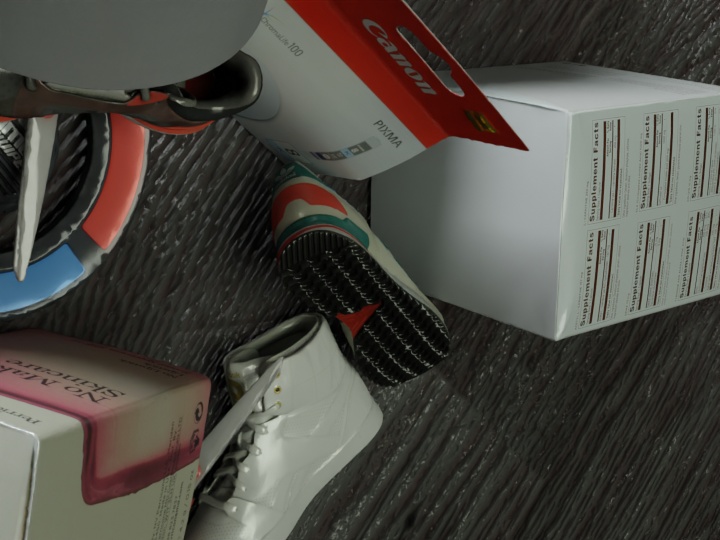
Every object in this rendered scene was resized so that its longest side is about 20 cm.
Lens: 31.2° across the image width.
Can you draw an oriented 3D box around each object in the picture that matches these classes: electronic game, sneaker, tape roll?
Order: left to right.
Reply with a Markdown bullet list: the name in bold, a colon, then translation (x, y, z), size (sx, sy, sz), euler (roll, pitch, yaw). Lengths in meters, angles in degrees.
- **electronic game**: translation (-0.202, -0.070, 0.709), size (0.198, 0.041, 0.203), euler (-12, 109, -38)
- **tape roll**: translation (-0.133, -0.182, 0.626), size (0.198, 0.201, 0.067), euler (-21, 153, -35)
- **sneaker**: translation (-0.133, -0.111, 0.647), size (0.198, 0.081, 0.078), euler (-2, 95, -42)
- **sneaker**: translation (-0.077, 0.115, 0.857), size (0.200, 0.073, 0.117), euler (-46, 124, -30)
- **sneaker**: translation (-0.001, 0.000, 0.875), size (0.070, 0.094, 0.200), euler (-27, 141, 13)

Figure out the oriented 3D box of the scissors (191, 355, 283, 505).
- **scissors**: translation (-0.118, 0.134, 0.819), size (0.202, 0.072, 0.014), euler (-66, 160, -2)

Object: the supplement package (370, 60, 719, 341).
- **supplement package**: translation (0.140, -0.060, 0.909), size (0.198, 0.190, 0.150), euler (-11, 110, -37)

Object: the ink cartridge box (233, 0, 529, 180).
- **ink cartridge box**: translation (-0.020, -0.109, 0.750), size (0.160, 0.199, 0.048), euler (42, 73, -39)

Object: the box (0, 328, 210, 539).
- **box**: translation (-0.177, 0.103, 0.666), size (0.200, 0.126, 0.111), euler (-10, 113, -75)

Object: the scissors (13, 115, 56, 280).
- **scissors**: translation (-0.162, -0.099, 0.693), size (0.072, 0.014, 0.204), euler (-10, 99, -43)
